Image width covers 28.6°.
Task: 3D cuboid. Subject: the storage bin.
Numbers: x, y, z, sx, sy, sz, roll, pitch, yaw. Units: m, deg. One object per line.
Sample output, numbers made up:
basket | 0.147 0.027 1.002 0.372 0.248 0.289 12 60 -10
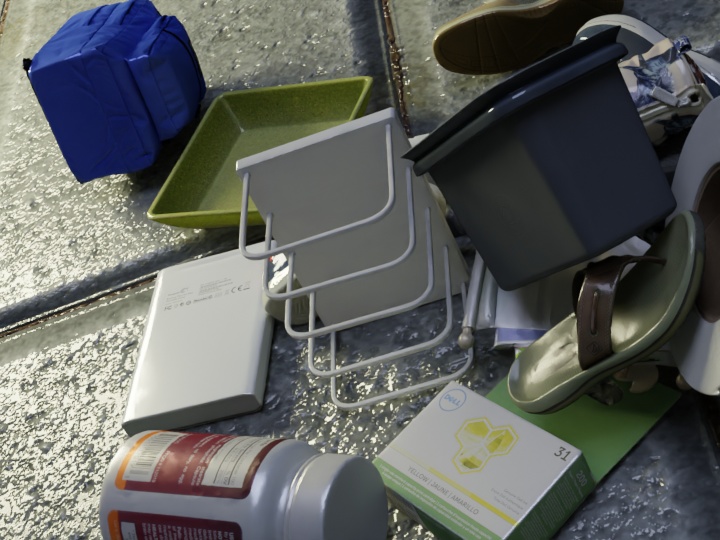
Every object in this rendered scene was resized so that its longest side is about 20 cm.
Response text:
storage bin | 0.142 -0.074 1.030 0.145 0.135 0.200 -28 0 -22

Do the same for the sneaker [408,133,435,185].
sneaker | 0.102 -0.114 1.324 0.199 0.074 0.116 6 47 23

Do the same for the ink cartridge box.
ink cartridge box | 0.122 0.122 1.058 0.200 0.048 0.145 -45 40 -17

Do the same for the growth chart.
growth chart | 0.172 0.025 1.105 0.199 0.018 0.145 8 63 23

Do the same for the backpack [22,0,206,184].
backpack | -0.260 -0.210 1.583 0.167 0.163 0.200 -10 28 8

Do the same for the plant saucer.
plant saucer | -0.094 -0.111 1.453 0.199 0.048 0.200 -2 45 29

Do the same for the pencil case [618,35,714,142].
pencil case | 0.189 -0.116 1.156 0.199 0.078 0.089 -26 6 8

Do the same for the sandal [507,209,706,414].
sandal | 0.166 0.032 0.990 0.201 0.057 0.080 -45 27 31

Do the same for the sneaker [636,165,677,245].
sneaker | 0.277 -0.054 1.108 0.199 0.076 0.079 -3 16 -25

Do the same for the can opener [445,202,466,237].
can opener | 0.092 -0.042 1.267 0.199 0.067 0.054 -17 38 35

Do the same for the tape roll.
tape roll | 0.300 -0.013 0.945 0.138 0.203 0.203 4 40 -7

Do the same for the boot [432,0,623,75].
boot | 0.159 -0.285 1.477 0.199 0.072 0.155 -19 39 3

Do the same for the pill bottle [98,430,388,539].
pill bottle | -0.087 0.182 1.062 0.199 0.114 0.114 0 46 31

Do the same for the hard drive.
hard drive | -0.142 0.060 1.305 0.131 0.026 0.201 -14 40 17

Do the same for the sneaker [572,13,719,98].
sneaker | 0.228 -0.155 1.283 0.146 0.077 0.202 -37 40 -15

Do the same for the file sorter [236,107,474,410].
file sorter | 0.000 0.000 1.147 0.138 0.200 0.125 -17 41 14

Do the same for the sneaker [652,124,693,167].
sneaker | 0.246 -0.055 1.173 0.199 0.067 0.091 -30 43 1

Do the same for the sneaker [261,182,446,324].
sneaker | -0.013 -0.036 1.259 0.199 0.075 0.085 -32 43 23
